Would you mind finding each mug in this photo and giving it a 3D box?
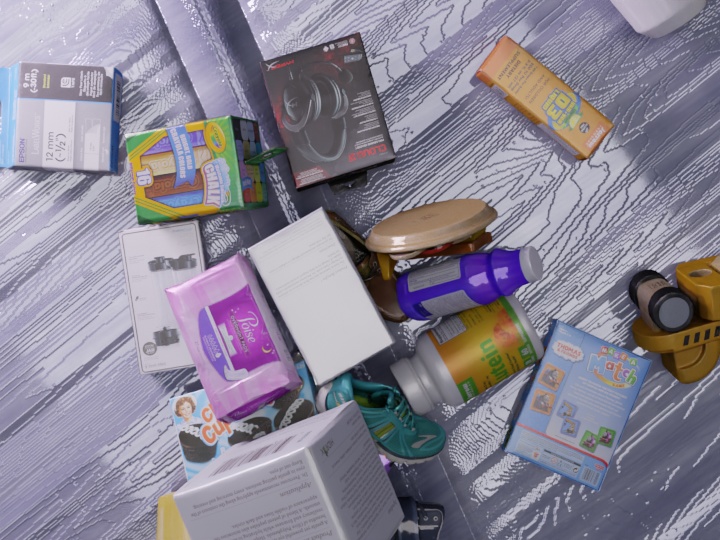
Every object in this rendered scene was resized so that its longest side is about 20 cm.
[{"bbox_3d":[0.416,-0.418,1.609,0.186,0.150,0.154,-34,100,6],"label":"mug"}]

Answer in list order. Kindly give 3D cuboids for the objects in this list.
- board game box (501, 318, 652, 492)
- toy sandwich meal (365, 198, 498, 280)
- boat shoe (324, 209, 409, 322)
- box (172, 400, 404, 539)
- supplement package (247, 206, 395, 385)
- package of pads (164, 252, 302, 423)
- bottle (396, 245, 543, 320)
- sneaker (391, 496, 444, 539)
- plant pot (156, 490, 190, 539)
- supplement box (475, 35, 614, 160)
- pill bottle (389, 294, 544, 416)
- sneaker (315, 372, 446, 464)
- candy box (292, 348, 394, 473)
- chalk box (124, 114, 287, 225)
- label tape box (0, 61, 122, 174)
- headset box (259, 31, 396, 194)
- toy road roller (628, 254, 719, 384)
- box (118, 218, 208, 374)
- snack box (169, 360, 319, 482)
[{"bbox_3d":[0.308,0.191,1.666,0.150,0.037,0.202,23,91,-2],"label":"board game box"},{"bbox_3d":[0.101,-0.041,1.579,0.202,0.205,0.071,-15,105,-1],"label":"toy sandwich meal"},{"bbox_3d":[0.000,0.000,1.637,0.200,0.068,0.072,43,89,-2],"label":"boat shoe"},{"bbox_3d":[-0.082,0.291,1.438,0.197,0.200,0.173,-23,92,20],"label":"box"},{"bbox_3d":[-0.050,0.034,1.546,0.116,0.117,0.202,-28,89,-1],"label":"supplement package"},{"bbox_3d":[-0.168,0.089,1.548,0.119,0.076,0.202,-26,74,3],"label":"package of pads"},{"bbox_3d":[0.148,0.015,1.581,0.198,0.083,0.066,-17,67,29],"label":"bottle"},{"bbox_3d":[0.036,0.296,1.570,0.144,0.077,0.205,-8,93,-2],"label":"sneaker"},{"bbox_3d":[-0.198,0.392,1.588,0.198,0.201,0.191,-11,75,-2],"label":"plant pot"},{"bbox_3d":[0.259,-0.241,1.642,0.199,0.069,0.067,38,92,-4],"label":"supplement box"},{"bbox_3d":[0.145,0.119,1.623,0.198,0.111,0.112,-30,92,-1],"label":"pill bottle"},{"bbox_3d":[0.036,0.195,1.544,0.198,0.078,0.080,25,129,-25],"label":"sneaker"},{"bbox_3d":[-0.051,0.234,1.639,0.199,0.072,0.169,34,90,-3],"label":"candy box"},{"bbox_3d":[-0.197,-0.137,1.579,0.197,0.125,0.126,-7,92,14],"label":"chalk box"},{"bbox_3d":[-0.436,-0.212,1.621,0.197,0.066,0.146,3,91,-3],"label":"label tape box"},{"bbox_3d":[-0.043,-0.209,1.628,0.147,0.077,0.203,-16,90,-2],"label":"headset box"},{"bbox_3d":[0.478,0.067,1.633,0.197,0.123,0.148,-15,106,-1],"label":"toy road roller"},{"bbox_3d":[-0.264,0.035,1.634,0.115,0.060,0.203,-10,92,-2],"label":"box"},{"bbox_3d":[-0.151,0.205,1.582,0.197,0.037,0.118,-17,81,8],"label":"snack box"}]
